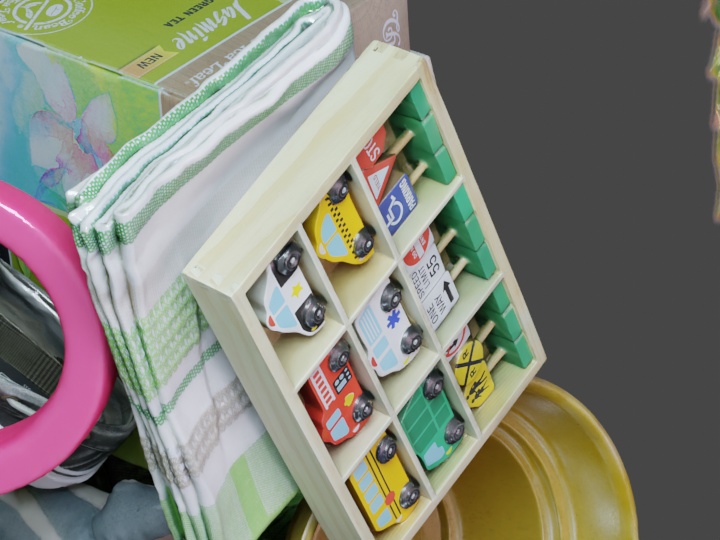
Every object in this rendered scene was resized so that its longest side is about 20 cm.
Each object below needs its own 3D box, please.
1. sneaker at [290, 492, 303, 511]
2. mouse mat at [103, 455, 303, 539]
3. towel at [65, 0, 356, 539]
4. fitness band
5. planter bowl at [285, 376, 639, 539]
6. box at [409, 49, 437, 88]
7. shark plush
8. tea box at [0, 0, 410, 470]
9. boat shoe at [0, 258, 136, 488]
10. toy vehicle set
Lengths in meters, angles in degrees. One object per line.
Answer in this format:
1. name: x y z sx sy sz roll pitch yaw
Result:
1. sneaker: -0.061 0.080 1.424 0.088 0.075 0.201 -29 127 -25
2. mouse mat: -0.032 0.087 1.395 0.199 0.008 0.162 -31 129 -21
3. towel: -0.035 0.010 1.095 0.149 0.031 0.201 -42 137 -28
4. fitness band: -0.190 0.027 1.091 0.037 0.199 0.144 -63 140 -65
5. planter bowl: 0.025 0.137 1.269 0.200 0.083 0.202 -8 103 -36
6. box: 0.000 0.000 1.323 0.095 0.078 0.201 -25 113 -24
7. shark plush: -0.145 0.122 1.186 0.091 0.199 0.083 101 15 -55
8. tea box: -0.086 -0.037 1.198 0.133 0.196 0.201 -36 133 -40
9. boat shoe: -0.169 0.007 1.138 0.200 0.071 0.072 38 47 -17
10. toy vehicle set: 0.007 0.019 1.116 0.124 0.026 0.200 -52 144 -21
